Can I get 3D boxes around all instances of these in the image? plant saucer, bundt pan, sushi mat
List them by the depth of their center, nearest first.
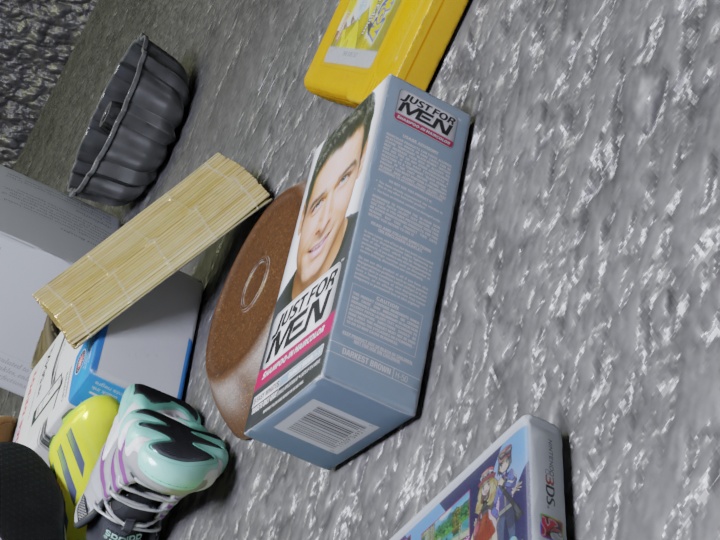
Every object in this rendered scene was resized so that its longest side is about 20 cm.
[{"bbox_3d":[-0.058,0.015,1.020,0.201,0.037,0.201,-51,24,34],"label":"plant saucer"},{"bbox_3d":[-0.169,-0.019,1.206,0.200,0.012,0.096,-38,38,-9],"label":"sushi mat"},{"bbox_3d":[-0.255,-0.160,1.682,0.202,0.075,0.202,-52,23,32],"label":"bundt pan"}]

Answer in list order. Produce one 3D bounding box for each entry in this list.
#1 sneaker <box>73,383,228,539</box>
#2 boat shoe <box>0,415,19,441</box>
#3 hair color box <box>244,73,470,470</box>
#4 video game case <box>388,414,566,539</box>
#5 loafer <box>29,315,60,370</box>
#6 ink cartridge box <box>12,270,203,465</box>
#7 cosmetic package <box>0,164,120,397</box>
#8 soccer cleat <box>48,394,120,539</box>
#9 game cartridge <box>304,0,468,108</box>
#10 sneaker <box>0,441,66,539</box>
[{"bbox_3d":[-0.155,0.166,1.045,0.200,0.077,0.141,-154,87,-80],"label":"sneaker"},{"bbox_3d":[-0.333,0.183,1.360,0.200,0.069,0.074,83,-173,-66],"label":"boat shoe"},{"bbox_3d":[0.000,0.000,0.846,0.099,0.060,0.201,-39,31,52],"label":"hair color box"},{"bbox_3d":[0.023,0.185,0.623,0.200,0.023,0.183,-50,24,40],"label":"video game case"},{"bbox_3d":[-0.291,0.103,1.461,0.068,0.076,0.200,-52,22,17],"label":"loafer"},{"bbox_3d":[-0.221,0.101,1.266,0.200,0.084,0.146,-48,26,38],"label":"ink cartridge box"},{"bbox_3d":[-0.368,0.014,1.635,0.165,0.164,0.200,-59,19,16],"label":"cosmetic package"},{"bbox_3d":[-0.214,0.191,1.161,0.084,0.064,0.201,42,119,44],"label":"soccer cleat"},{"bbox_3d":[0.031,-0.196,1.047,0.177,0.032,0.200,-65,18,2],"label":"game cartridge"},{"bbox_3d":[-0.251,0.235,1.111,0.202,0.067,0.108,58,133,29],"label":"sneaker"}]
